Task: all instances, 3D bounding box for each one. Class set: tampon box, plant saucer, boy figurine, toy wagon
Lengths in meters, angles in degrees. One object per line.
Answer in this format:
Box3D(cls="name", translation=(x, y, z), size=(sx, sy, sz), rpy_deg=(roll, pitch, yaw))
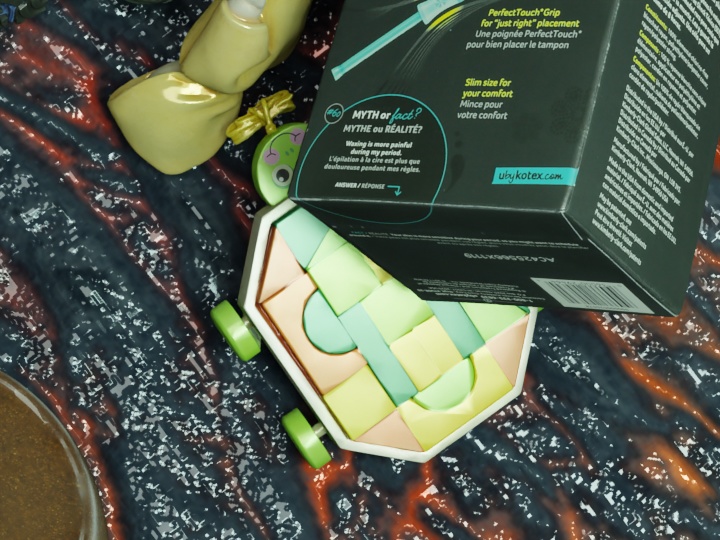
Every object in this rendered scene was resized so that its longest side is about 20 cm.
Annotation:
Box3D(cls="tampon box", translation=(0.082, -0.097, 1.015), size=(0.149, 0.126, 0.201), rpy_deg=(4, 70, 34))
Box3D(cls="plant saucer", translation=(-0.206, 0.111, 1.044), size=(0.200, 0.034, 0.201), rpy_deg=(21, 46, -23))
Box3D(cls="boy figurine", translation=(-0.055, -0.137, 1.103), size=(0.064, 0.124, 0.200), rpy_deg=(37, 115, -5))
Box3D(cls="toy wagon", translation=(0.000, 0.000, 1.106), size=(0.155, 0.040, 0.200), rpy_deg=(-35, 103, -7))

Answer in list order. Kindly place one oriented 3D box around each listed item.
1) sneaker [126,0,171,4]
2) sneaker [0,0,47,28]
Box3D(cls="sneaker", translation=(-0.098, -0.201, 1.049), size=(0.084, 0.200, 0.077), rpy_deg=(38, 57, 25))
Box3D(cls="sneaker", translation=(-0.166, -0.205, 1.130), size=(0.078, 0.075, 0.200), rpy_deg=(37, 78, 15))
